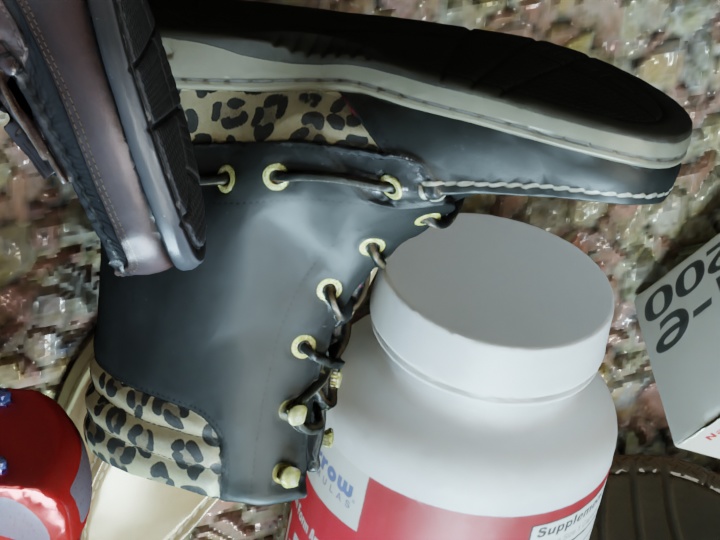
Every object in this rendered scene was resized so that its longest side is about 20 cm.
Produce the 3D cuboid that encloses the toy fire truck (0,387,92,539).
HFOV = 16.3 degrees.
[{"bbox_3d":[-0.182,0.042,0.803,0.200,0.049,0.141,5,135,-10],"label":"toy fire truck"}]

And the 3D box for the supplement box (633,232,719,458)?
[{"bbox_3d":[0.226,0.029,0.999,0.200,0.074,0.126,17,137,-37],"label":"supplement box"}]

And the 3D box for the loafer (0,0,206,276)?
[{"bbox_3d":[-0.101,-0.089,0.729,0.063,0.072,0.200,-17,100,6],"label":"loafer"}]

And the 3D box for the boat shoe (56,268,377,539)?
[{"bbox_3d":[-0.053,0.039,0.887,0.071,0.065,0.200,11,119,-34],"label":"boat shoe"}]

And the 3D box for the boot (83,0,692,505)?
[{"bbox_3d":[0.000,-0.001,0.796,0.073,0.203,0.154,-35,132,-64],"label":"boot"}]

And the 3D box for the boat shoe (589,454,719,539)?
[{"bbox_3d":[0.149,0.122,1.057,0.200,0.076,0.072,13,81,-14],"label":"boat shoe"}]

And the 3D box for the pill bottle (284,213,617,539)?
[{"bbox_3d":[0.031,0.084,0.935,0.112,0.112,0.200,-5,126,-25],"label":"pill bottle"}]
